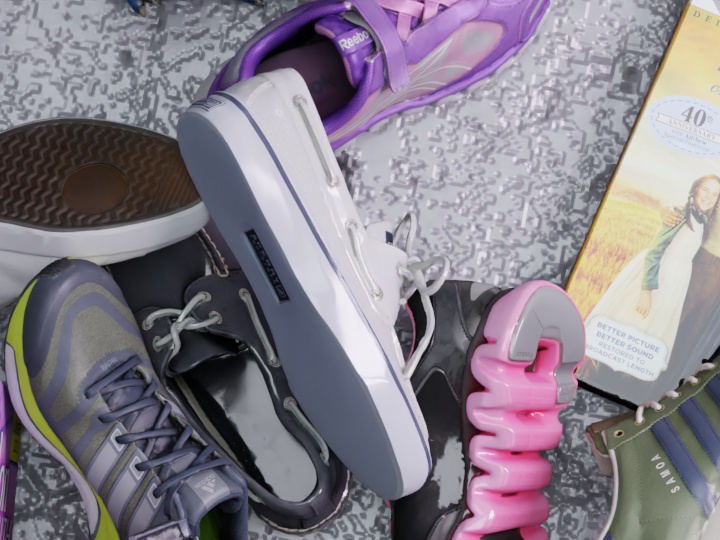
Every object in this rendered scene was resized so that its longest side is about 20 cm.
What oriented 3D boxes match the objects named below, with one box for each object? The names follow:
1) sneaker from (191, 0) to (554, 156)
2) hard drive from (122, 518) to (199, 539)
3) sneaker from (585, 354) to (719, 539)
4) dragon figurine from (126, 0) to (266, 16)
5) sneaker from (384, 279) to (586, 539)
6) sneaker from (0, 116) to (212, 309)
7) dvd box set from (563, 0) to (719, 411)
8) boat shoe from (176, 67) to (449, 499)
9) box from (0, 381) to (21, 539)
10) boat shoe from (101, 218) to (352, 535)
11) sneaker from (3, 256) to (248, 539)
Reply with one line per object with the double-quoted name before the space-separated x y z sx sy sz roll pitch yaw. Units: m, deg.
"sneaker" 0.011 -0.110 1.347 0.200 0.088 0.081 -33 83 -6
"hard drive" -0.082 0.219 1.260 0.038 0.140 0.200 -17 83 -36
"sneaker" 0.147 0.078 1.306 0.090 0.067 0.200 19 74 17
"dragon figurine" -0.093 -0.158 1.343 0.200 0.099 0.059 3 83 5
"sneaker" 0.039 0.095 1.339 0.095 0.079 0.200 16 93 36
"sneaker" -0.162 -0.017 1.333 0.200 0.085 0.073 -5 52 5
"dvd box set" 0.186 -0.018 1.367 0.146 0.029 0.200 24 84 2
"boat shoe" -0.003 0.000 1.295 0.086 0.075 0.202 -31 96 -26
"box" -0.211 0.143 1.267 0.097 0.176 0.200 3 82 0
"boat shoe" -0.068 0.033 1.339 0.073 0.063 0.200 -32 83 -2
"sneaker" -0.093 0.083 1.292 0.074 0.081 0.200 -39 115 -35
